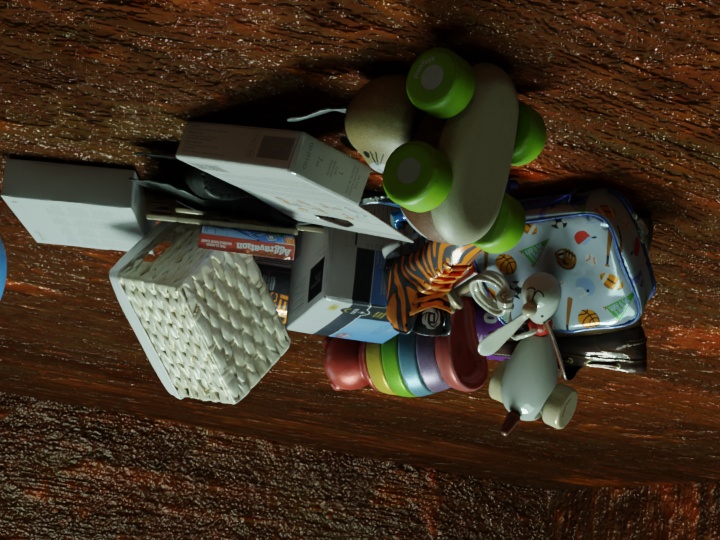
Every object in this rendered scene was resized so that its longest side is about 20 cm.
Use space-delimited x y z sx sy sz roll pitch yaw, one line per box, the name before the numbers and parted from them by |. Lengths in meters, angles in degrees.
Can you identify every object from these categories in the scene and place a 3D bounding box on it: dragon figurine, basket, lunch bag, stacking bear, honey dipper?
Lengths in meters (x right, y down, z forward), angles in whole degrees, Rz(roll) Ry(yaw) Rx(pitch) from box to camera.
dragon figurine | 0.073 -0.077 1.503 0.198 0.059 0.099 6 164 -20
basket | -0.186 0.048 1.704 0.123 0.136 0.201 9 133 39
lunch bag | 0.222 -0.014 1.553 0.199 0.076 0.161 -8 116 37
stacking bear | 0.045 0.109 1.818 0.198 0.123 0.114 -8 -165 27
honey dipper | 0.156 -0.001 1.658 0.199 0.038 0.038 -33 155 11

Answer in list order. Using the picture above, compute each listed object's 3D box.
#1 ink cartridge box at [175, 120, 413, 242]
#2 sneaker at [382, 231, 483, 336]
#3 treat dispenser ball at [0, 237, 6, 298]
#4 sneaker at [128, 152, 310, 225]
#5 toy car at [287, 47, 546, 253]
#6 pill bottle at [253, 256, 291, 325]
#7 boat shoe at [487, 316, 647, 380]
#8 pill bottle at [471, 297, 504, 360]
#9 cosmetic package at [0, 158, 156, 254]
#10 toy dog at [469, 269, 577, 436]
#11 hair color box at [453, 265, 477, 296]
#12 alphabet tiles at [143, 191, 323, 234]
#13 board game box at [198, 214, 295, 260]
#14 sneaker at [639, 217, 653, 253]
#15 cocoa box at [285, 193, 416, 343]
ink cartridge box | -0.061 -0.091 1.413 0.176 0.045 0.199 26 171 -40
sneaker | 0.090 0.010 1.494 0.077 0.113 0.200 6 165 -25
treat dispenser ball | -0.536 -0.002 1.742 0.199 0.203 0.201 5 166 1
sneaker | -0.144 -0.091 1.547 0.199 0.061 0.104 13 172 -38
toy car | 0.035 -0.110 1.253 0.199 0.159 0.164 10 172 36
pill bottle | -0.115 0.018 1.851 0.198 0.107 0.106 8 165 -11
boat shoe | 0.234 0.092 1.622 0.199 0.071 0.070 -5 -172 41
pill bottle | 0.153 0.060 1.896 0.198 0.114 0.113 6 166 -3
cosmetic package | -0.330 -0.074 1.689 0.149 0.052 0.200 4 166 0
toy dog | 0.177 0.103 1.553 0.131 0.096 0.201 2 126 38
hair color box | 0.218 0.003 1.755 0.198 0.065 0.111 8 164 -12
alphabet tiles | -0.144 -0.064 1.604 0.198 0.008 0.167 6 -170 -11
board game box | -0.127 -0.044 1.581 0.102 0.020 0.200 6 -169 -6
sneaker | 0.257 -0.003 1.639 0.086 0.075 0.201 23 131 -9
cocoa box | 0.000 0.000 1.680 0.130 0.135 0.200 9 165 -14
